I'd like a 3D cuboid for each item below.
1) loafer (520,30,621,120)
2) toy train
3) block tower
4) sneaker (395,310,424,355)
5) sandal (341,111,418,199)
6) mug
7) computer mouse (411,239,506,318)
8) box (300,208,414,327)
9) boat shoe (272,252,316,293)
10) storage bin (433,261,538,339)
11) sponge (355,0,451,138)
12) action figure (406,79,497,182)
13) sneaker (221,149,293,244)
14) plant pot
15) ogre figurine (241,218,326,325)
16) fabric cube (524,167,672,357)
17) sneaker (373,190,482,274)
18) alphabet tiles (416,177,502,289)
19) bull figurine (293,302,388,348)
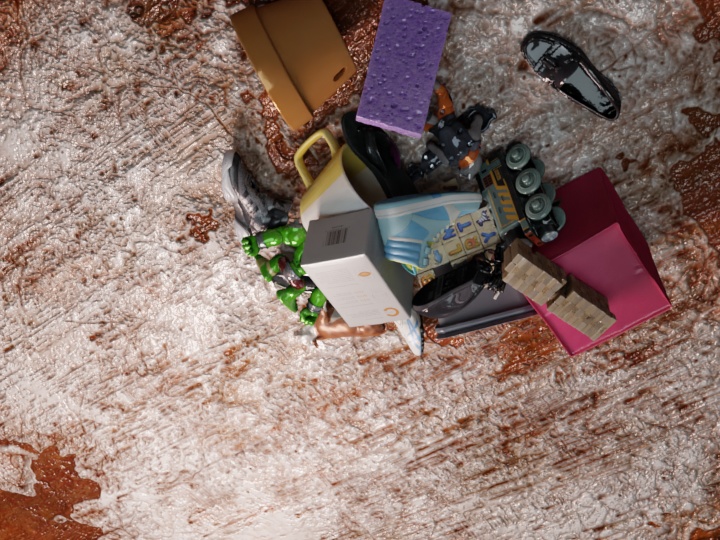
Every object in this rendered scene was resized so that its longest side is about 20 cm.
[{"bbox_3d":[0.343,-0.311,1.231,0.199,0.063,0.072,33,121,-13],"label":"loafer"},{"bbox_3d":[0.267,-0.122,1.293,0.113,0.202,0.085,-31,145,27],"label":"toy train"},{"bbox_3d":[0.312,0.031,1.221,0.199,0.058,0.054,34,121,-11],"label":"block tower"},{"bbox_3d":[0.080,0.083,1.512,0.071,0.072,0.202,-17,115,12],"label":"sneaker"},{"bbox_3d":[0.043,-0.196,1.318,0.201,0.075,0.048,54,144,-4],"label":"sandal"},{"bbox_3d":[-0.033,-0.139,1.372,0.148,0.189,0.153,15,141,-42],"label":"mug"},{"bbox_3d":[0.178,0.035,1.319,0.198,0.139,0.053,-27,113,31],"label":"computer mouse"},{"bbox_3d":[0.000,0.000,1.331,0.123,0.099,0.201,-9,141,24],"label":"box"},{"bbox_3d":[-0.080,0.017,1.498,0.197,0.076,0.061,16,124,12],"label":"boat shoe"},{"bbox_3d":[0.225,0.032,1.435,0.197,0.145,0.136,-14,92,17],"label":"storage bin"},{"bbox_3d":[0.068,-0.324,1.218,0.110,0.030,0.203,14,88,0],"label":"sponge"},{"bbox_3d":[0.124,-0.221,1.299,0.193,0.105,0.200,42,116,-7],"label":"action figure"},{"bbox_3d":[-0.185,-0.135,1.414,0.112,0.076,0.202,-3,128,9],"label":"sneaker"},{"bbox_3d":[-0.096,-0.344,1.208,0.139,0.201,0.201,-28,116,6],"label":"plant pot"},{"bbox_3d":[-0.115,-0.004,1.410,0.119,0.098,0.202,-34,84,14],"label":"ogre figurine"},{"bbox_3d":[0.389,-0.016,1.331,0.195,0.200,0.201,-30,114,25],"label":"fabric cube"},{"bbox_3d":[0.119,-0.065,1.297,0.197,0.079,0.133,-10,100,-18],"label":"sneaker"},{"bbox_3d":[0.162,-0.053,1.363,0.165,0.008,0.203,-21,98,16],"label":"alphabet tiles"},{"bbox_3d":[-0.044,0.095,1.540,0.197,0.066,0.123,-6,125,11],"label":"bull figurine"}]
